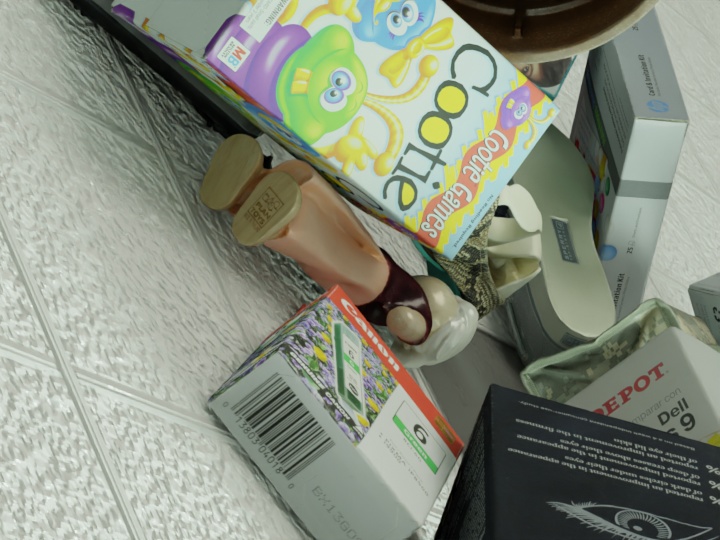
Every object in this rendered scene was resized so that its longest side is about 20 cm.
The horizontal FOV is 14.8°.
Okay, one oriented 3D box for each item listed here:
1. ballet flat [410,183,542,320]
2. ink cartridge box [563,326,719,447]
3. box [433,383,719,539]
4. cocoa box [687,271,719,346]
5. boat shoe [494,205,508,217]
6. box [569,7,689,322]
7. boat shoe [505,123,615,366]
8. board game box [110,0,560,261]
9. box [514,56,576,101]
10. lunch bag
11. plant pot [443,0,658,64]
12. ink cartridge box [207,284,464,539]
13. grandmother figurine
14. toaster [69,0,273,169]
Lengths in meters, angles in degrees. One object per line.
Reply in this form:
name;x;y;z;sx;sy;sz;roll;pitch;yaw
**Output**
ballet flat;0.069;-0.016;1.597;0.200;0.075;0.068;68;7;-71
ink cartridge box;0.172;0.155;1.513;0.088;0.145;0.200;32;28;-47
box;0.115;0.159;1.332;0.148;0.104;0.200;16;25;-4
cocoa box;0.318;0.085;1.780;0.133;0.131;0.200;15;-55;63
boat shoe;0.063;-0.082;1.800;0.084;0.069;0.200;23;30;-37
box;0.171;-0.061;1.874;0.041;0.200;0.156;4;36;-7
boat shoe;0.113;-0.014;1.811;0.070;0.072;0.201;15;45;-25
board game box;-0.011;-0.109;1.434;0.200;0.105;0.103;38;-4;-38
box;0.055;-0.189;1.860;0.200;0.082;0.049;29;-20;-4
lunch bag;0.200;0.128;1.692;0.200;0.118;0.164;64;13;13
plant pot;0.095;-0.244;1.581;0.200;0.200;0.198;49;20;-14
ink cartridge box;-0.003;0.068;1.387;0.109;0.050;0.200;52;18;-3
grandmother figurine;0.000;0.000;1.505;0.200;0.061;0.121;35;16;-48
toaster;-0.086;-0.184;1.545;0.200;0.119;0.181;40;22;-37
